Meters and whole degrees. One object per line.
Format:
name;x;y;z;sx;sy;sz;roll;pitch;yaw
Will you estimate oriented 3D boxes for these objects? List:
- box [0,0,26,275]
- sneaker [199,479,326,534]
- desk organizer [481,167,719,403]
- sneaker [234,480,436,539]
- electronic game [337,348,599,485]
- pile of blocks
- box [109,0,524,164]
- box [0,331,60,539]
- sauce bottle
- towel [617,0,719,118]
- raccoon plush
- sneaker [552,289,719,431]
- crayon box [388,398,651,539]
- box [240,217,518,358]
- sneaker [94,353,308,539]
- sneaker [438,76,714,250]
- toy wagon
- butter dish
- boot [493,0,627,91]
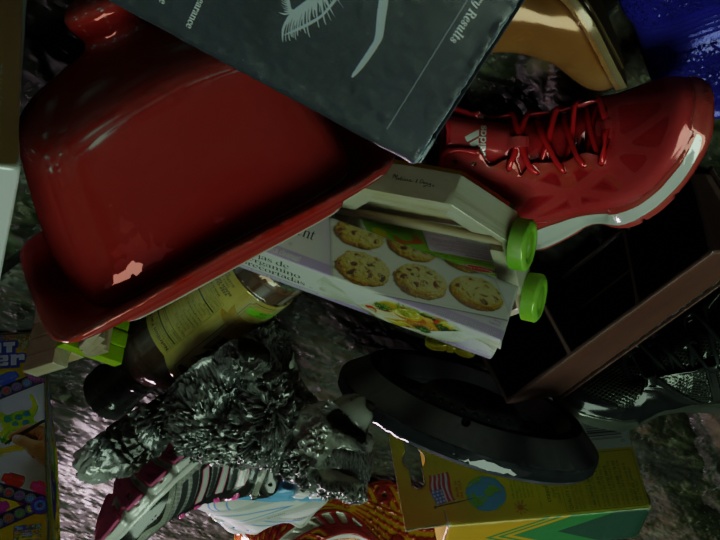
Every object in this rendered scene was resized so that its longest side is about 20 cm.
box;-0.277;-0.083;0.703;0.197;0.154;0.107;6;140;-20
sneaker;-0.111;0.180;1.117;0.198;0.075;0.087;13;126;-26
desk organizer;0.175;0.014;0.975;0.200;0.072;0.077;-41;156;32
sneaker;-0.015;0.226;1.227;0.197;0.074;0.077;7;158;-13
electronic game;0.078;0.106;1.005;0.198;0.200;0.042;13;102;-26
pile of blocks;-0.146;0.012;0.907;0.062;0.083;0.200;22;131;-34
box;-0.017;-0.170;0.642;0.198;0.105;0.148;28;129;-10
box;-0.280;0.183;0.996;0.120;0.194;0.201;-3;140;-10
sauce bottle;-0.120;0.039;0.963;0.064;0.065;0.199;25;130;-36
towel;0.222;-0.171;0.797;0.146;0.050;0.200;-24;140;14
raccoon plush;-0.082;0.132;0.943;0.199;0.135;0.097;-35;170;19
sneaker;0.246;0.065;1.073;0.197;0.077;0.115;-2;139;-15
crayon box;0.120;0.156;1.113;0.197;0.128;0.051;-3;141;-8
box;0.000;0.000;0.868;0.198;0.042;0.039;21;157;3
sneaker;-0.105;0.148;1.020;0.200;0.074;0.088;-43;111;-13
sneaker;0.114;-0.072;0.844;0.114;0.079;0.200;16;151;-25
toy wagon;0.048;-0.004;0.920;0.153;0.040;0.201;12;154;20
butter dish;-0.110;-0.080;0.733;0.198;0.199;0.149;-28;113;-10
boot;0.047;-0.139;0.781;0.154;0.074;0.200;-33;126;25
